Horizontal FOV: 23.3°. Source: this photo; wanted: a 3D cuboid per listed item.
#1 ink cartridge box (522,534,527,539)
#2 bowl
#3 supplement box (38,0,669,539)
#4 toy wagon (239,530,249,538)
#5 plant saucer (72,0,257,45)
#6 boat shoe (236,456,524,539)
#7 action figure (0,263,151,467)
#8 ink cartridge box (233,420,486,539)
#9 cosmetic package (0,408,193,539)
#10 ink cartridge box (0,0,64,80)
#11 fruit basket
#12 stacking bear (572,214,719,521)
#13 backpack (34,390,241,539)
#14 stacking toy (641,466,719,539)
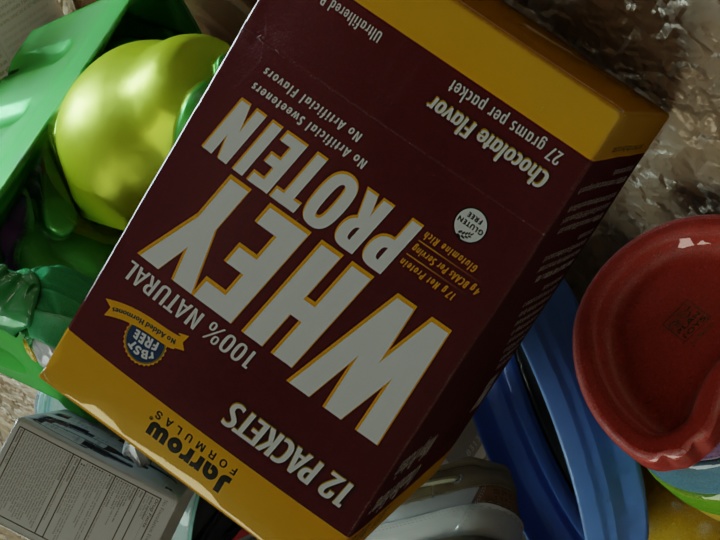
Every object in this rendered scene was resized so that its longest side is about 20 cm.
[{"bbox_3d":[0.154,0.249,1.123,0.200,0.146,0.083,46,155,-14],"label":"ink cartridge box"},{"bbox_3d":[0.094,0.070,0.913,0.201,0.039,0.203,160,90,-81],"label":"bowl"},{"bbox_3d":[0.008,-0.015,0.703,0.132,0.201,0.197,34,-168,9],"label":"supplement box"},{"bbox_3d":[0.020,0.183,1.197,0.198,0.155,0.040,3,121,24],"label":"toy wagon"},{"bbox_3d":[-0.087,-0.111,0.984,0.199,0.032,0.201,32,156,16],"label":"plant saucer"},{"bbox_3d":[0.003,0.153,0.981,0.198,0.069,0.075,-11,144,30],"label":"boat shoe"},{"bbox_3d":[-0.091,0.051,0.781,0.199,0.055,0.118,34,-165,-24],"label":"action figure"},{"bbox_3d":[-0.013,0.128,1.135,0.199,0.162,0.050,6,143,53],"label":"ink cartridge box"},{"bbox_3d":[-0.126,0.106,0.851,0.082,0.051,0.200,29,176,-1],"label":"cosmetic package"},{"bbox_3d":[-0.221,-0.103,0.988,0.075,0.148,0.201,-19,108,28],"label":"ink cartridge box"},{"bbox_3d":[-0.109,-0.045,0.855,0.214,0.216,0.156,17,148,42],"label":"fruit basket"},{"bbox_3d":[0.188,0.075,0.816,0.200,0.121,0.114,49,177,-40],"label":"stacking bear"},{"bbox_3d":[-0.105,0.063,1.034,0.151,0.203,0.176,12,-176,7],"label":"backpack"},{"bbox_3d":[0.179,0.149,0.966,0.145,0.146,0.201,34,141,12],"label":"stacking toy"}]
